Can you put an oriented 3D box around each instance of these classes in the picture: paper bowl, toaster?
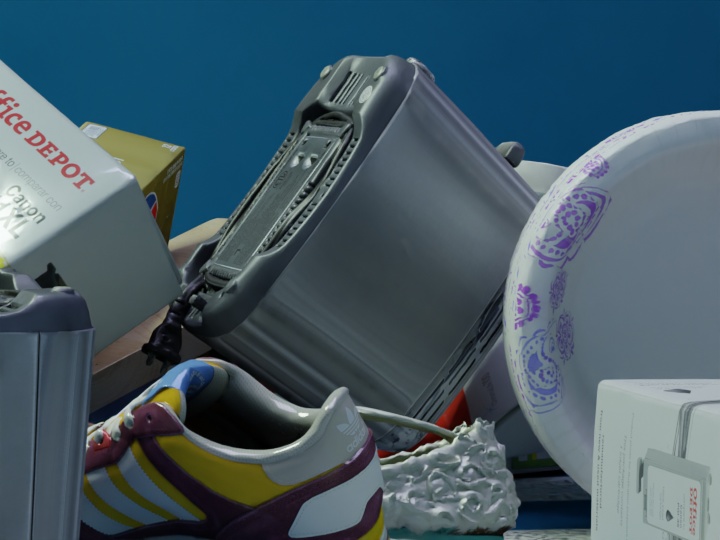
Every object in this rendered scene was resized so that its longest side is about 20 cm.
[{"bbox_3d":[0.166,0.024,1.261,0.200,0.201,0.104,1,3,-5],"label":"paper bowl"},{"bbox_3d":[0.000,0.000,1.313,0.129,0.200,0.114,38,-10,-18],"label":"toaster"},{"bbox_3d":[-0.166,0.065,0.982,0.113,0.130,0.200,1,3,-20],"label":"toaster"}]

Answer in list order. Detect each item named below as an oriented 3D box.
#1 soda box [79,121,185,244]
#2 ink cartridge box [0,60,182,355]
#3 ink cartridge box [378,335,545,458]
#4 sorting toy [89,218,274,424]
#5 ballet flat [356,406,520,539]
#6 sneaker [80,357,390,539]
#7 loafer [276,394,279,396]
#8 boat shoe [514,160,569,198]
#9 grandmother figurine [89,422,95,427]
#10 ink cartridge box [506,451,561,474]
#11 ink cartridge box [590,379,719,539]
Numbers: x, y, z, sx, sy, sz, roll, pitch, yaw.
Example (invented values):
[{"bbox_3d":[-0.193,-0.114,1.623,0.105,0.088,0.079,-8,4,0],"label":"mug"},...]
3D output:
[{"bbox_3d":[-0.158,-0.015,1.433,0.064,0.068,0.200,16,23,9],"label":"soda box"},{"bbox_3d":[-0.209,0.004,1.256,0.200,0.083,0.146,-36,46,-17],"label":"ink cartridge box"},{"bbox_3d":[0.071,0.043,1.396,0.199,0.057,0.163,-9,26,-2],"label":"ink cartridge box"},{"bbox_3d":[-0.112,0.048,1.454,0.198,0.070,0.200,-28,15,-22],"label":"sorting toy"},{"bbox_3d":[-0.025,0.092,1.174,0.199,0.072,0.072,0,3,-21],"label":"ballet flat"},{"bbox_3d":[-0.085,0.074,1.065,0.199,0.090,0.075,2,30,18],"label":"sneaker"},{"bbox_3d":[-0.119,0.068,1.617,0.070,0.070,0.200,4,4,45],"label":"loafer"},{"bbox_3d":[0.036,-0.024,1.439,0.199,0.069,0.072,3,-7,26],"label":"boat shoe"},{"bbox_3d":[-0.114,0.089,1.219,0.200,0.061,0.121,0,-5,-40],"label":"grandmother figurine"},{"bbox_3d":[0.029,0.073,1.497,0.148,0.076,0.200,4,2,42],"label":"ink cartridge box"},{"bbox_3d":[0.193,0.092,1.071,0.146,0.083,0.200,1,2,-13],"label":"ink cartridge box"}]
